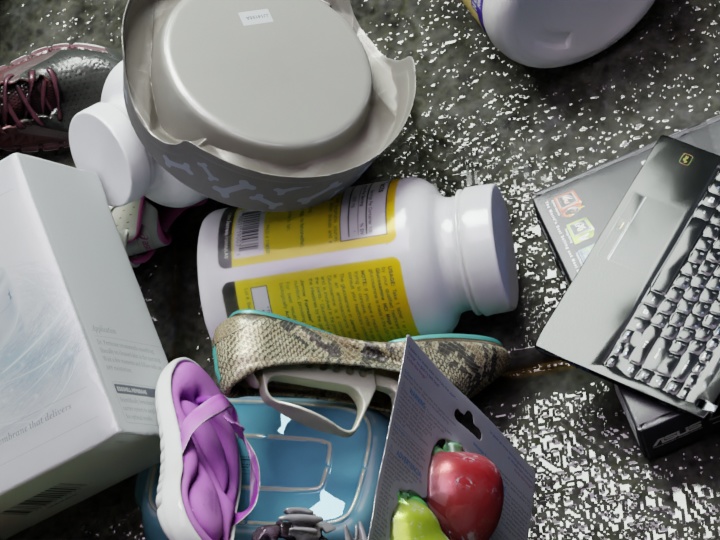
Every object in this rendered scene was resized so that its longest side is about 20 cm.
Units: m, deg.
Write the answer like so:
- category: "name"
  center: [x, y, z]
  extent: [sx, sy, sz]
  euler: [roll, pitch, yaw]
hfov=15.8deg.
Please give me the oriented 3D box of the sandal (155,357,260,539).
- category: "sandal"
  center: [-0.089, 0.119, 1.631]
  extent: [0.050, 0.083, 0.203]
  euler: [-30, 29, 14]

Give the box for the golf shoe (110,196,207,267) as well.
- category: "golf shoe"
  center: [-0.191, -0.027, 1.836]
  extent: [0.091, 0.075, 0.200]
  euler: [36, 76, 29]

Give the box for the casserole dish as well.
- category: "casserole dish"
  center: [-0.061, 0.134, 1.711]
  extent: [0.199, 0.039, 0.122]
  euler: [1, 58, 20]

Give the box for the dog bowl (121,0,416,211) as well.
- category: "dog bowl"
  center: [-0.066, -0.125, 1.708]
  extent: [0.199, 0.059, 0.201]
  euler: [10, 52, -13]

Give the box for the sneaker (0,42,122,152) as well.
- category: "sneaker"
  center: [-0.262, -0.108, 1.872]
  extent: [0.199, 0.076, 0.116]
  euler: [-12, 14, 5]

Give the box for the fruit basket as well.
- category: "fruit basket"
  center: [0.047, 0.170, 1.566]
  extent: [0.093, 0.185, 0.201]
  euler: [-12, 54, 27]

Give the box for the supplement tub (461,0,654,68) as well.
- category: "supplement tub"
  center: [0.112, -0.256, 1.837]
  extent: [0.145, 0.146, 0.200]
  euler: [-31, 54, -3]

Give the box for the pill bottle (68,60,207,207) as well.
- category: "pill bottle"
  center: [-0.102, -0.113, 1.796]
  extent: [0.199, 0.111, 0.111]
  euler: [-28, 50, -33]

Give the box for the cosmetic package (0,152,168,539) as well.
- category: "cosmetic package"
  center: [-0.244, 0.059, 1.702]
  extent: [0.199, 0.123, 0.201]
  euler: [-27, 74, 17]

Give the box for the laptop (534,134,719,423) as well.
- category: "laptop"
  center: [0.226, -0.008, 1.609]
  extent: [0.199, 0.103, 0.178]
  euler: [23, 68, 27]

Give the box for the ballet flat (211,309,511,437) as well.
- category: "ballet flat"
  center: [0.001, 0.075, 1.672]
  extent: [0.199, 0.068, 0.076]
  euler: [8, 55, -13]

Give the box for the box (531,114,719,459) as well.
- category: "box"
  center: [0.220, 0.005, 1.693]
  extent: [0.160, 0.049, 0.201]
  euler: [-21, 56, 0]

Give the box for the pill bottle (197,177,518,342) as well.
- category: "pill bottle"
  center: [0.000, 0.000, 1.730]
  extent: [0.199, 0.113, 0.113]
  euler: [-9, 56, 12]

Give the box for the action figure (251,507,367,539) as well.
- category: "action figure"
  center: [-0.064, 0.217, 1.635]
  extent: [0.199, 0.069, 0.131]
  euler: [-3, 71, 24]
